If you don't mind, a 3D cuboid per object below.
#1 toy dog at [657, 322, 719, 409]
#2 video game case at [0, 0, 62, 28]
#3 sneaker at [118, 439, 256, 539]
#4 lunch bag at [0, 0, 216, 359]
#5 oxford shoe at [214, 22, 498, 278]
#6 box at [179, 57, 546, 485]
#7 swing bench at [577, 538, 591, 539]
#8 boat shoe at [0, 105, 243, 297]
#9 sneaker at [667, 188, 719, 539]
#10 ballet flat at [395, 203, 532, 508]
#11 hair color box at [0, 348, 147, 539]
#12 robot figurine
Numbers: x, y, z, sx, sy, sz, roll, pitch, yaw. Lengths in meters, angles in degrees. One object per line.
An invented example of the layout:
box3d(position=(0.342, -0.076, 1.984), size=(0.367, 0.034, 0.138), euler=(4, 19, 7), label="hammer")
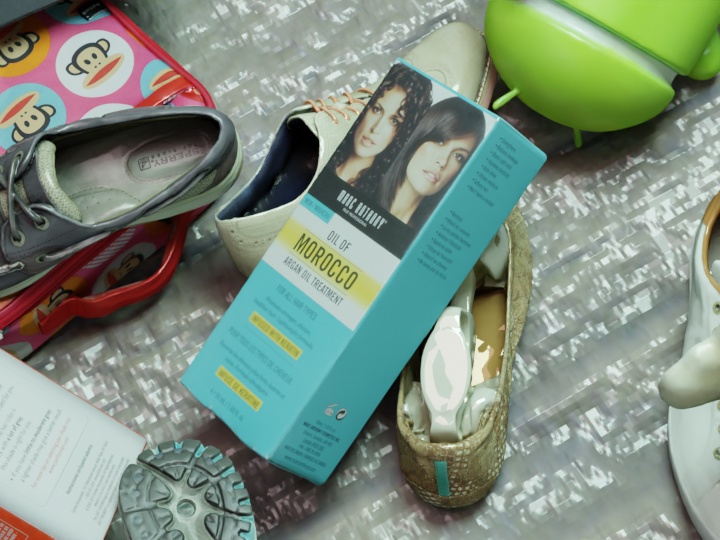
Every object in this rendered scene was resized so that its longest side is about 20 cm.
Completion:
box3d(position=(0.249, 0.078, 0.715), size=(0.193, 0.140, 0.200), euler=(-6, 52, -36), label="toy dog")
box3d(position=(-0.207, -0.179, 0.997), size=(0.199, 0.026, 0.181), euler=(-25, 27, -5), label="video game case")
box3d(position=(-0.062, 0.182, 0.813), size=(0.077, 0.086, 0.201), euler=(-10, 57, -9), label="sneaker")
box3d(position=(-0.174, -0.045, 0.953), size=(0.200, 0.082, 0.176), euler=(-43, 70, -14), label="lunch bag")
box3d(position=(0.002, -0.071, 0.931), size=(0.071, 0.074, 0.200), euler=(17, 62, 47), label="oxford shoe")
box3d(position=(0.000, 0.000, 0.862), size=(0.082, 0.049, 0.200), euler=(36, 93, 42), label="box")
box3d(position=(0.157, 0.239, 0.678), size=(0.199, 0.130, 0.200), euler=(16, 99, 0), label="swing bench")
box3d(position=(-0.154, -0.039, 0.871), size=(0.199, 0.065, 0.072), euler=(-20, 79, -7), label="boat shoe")
box3d(position=(0.188, 0.045, 0.851), size=(0.072, 0.085, 0.201), euler=(-2, 64, 5), label="sneaker")
box3d(position=(0.053, 0.021, 0.891), size=(0.070, 0.065, 0.201), euler=(-2, 62, 8), label="ballet flat")
box3d(position=(-0.211, 0.076, 0.831), size=(0.200, 0.061, 0.102), euler=(34, 29, -9), label="hair color box")
box3d(position=(0.143, -0.163, 0.920), size=(0.116, 0.175, 0.201), euler=(39, 104, 46), label="robot figurine")
